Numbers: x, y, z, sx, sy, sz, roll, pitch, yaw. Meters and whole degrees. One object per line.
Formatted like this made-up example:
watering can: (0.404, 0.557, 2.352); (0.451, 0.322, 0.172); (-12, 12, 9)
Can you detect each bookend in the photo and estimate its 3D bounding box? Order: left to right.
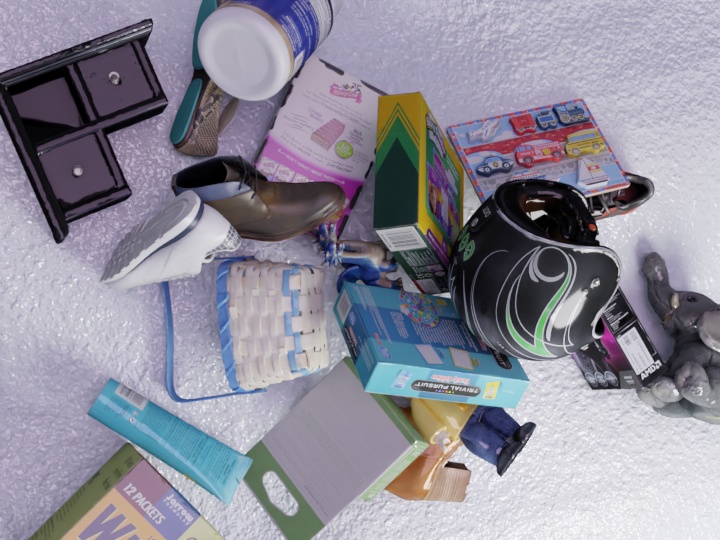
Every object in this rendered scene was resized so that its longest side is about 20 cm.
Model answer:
bookend: (-0.303, -0.161, 1.441); (0.198, 0.092, 0.200); (-23, 94, -15)

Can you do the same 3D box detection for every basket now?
basket: (-0.141, 0.068, 1.460); (0.200, 0.139, 0.177); (-3, 90, 13)

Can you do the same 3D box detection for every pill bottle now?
pill bottle: (-0.099, -0.295, 1.452); (0.116, 0.116, 0.200); (43, 43, -9)

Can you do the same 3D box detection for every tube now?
tube: (-0.225, 0.199, 1.456); (0.200, 0.050, 0.077); (32, 46, -5)

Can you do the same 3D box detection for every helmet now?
helmet: (0.200, 0.010, 1.423); (0.200, 0.200, 0.191); (6, 124, -15)

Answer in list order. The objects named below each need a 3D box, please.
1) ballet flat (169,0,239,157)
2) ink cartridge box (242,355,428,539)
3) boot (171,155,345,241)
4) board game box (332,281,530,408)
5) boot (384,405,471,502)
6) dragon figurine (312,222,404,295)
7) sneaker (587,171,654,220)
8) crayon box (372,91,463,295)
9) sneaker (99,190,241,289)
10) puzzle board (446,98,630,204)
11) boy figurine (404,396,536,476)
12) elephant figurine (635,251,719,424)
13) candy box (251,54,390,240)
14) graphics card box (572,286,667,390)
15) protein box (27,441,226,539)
ballet flat: (-0.177, -0.234, 1.500); (0.075, 0.068, 0.200); (13, 88, -35)
ink cartridge box: (-0.037, 0.223, 1.484); (0.200, 0.048, 0.146); (-45, 64, 8)
boot: (-0.120, -0.086, 1.413); (0.200, 0.097, 0.075); (-12, 54, 3)
board game box: (0.082, 0.089, 1.452); (0.200, 0.151, 0.047); (10, 123, -24)
boot: (0.069, 0.187, 1.543); (0.155, 0.077, 0.200); (12, 90, -9)
dragon figurine: (0.000, 0.000, 1.500); (0.099, 0.200, 0.059); (-8, 60, 3)
sneaker: (0.292, -0.094, 1.603); (0.200, 0.082, 0.077); (-18, 92, -15)
crayon box: (0.072, -0.088, 1.465); (0.058, 0.200, 0.173); (-7, 65, 18)
sneaker: (-0.225, -0.016, 1.416); (0.080, 0.200, 0.077); (35, 49, -30)
puzzle board: (0.229, -0.149, 1.583); (0.200, 0.017, 0.151); (-14, 58, -15)
boy figurine: (0.114, 0.156, 1.479); (0.200, 0.064, 0.124); (37, 59, 15)
elephant figurine: (0.449, 0.091, 1.621); (0.155, 0.141, 0.200); (39, 59, -39)
candy box: (-0.053, -0.148, 1.523); (0.136, 0.061, 0.200); (27, 82, -11)
graphics card box: (0.296, 0.058, 1.574); (0.051, 0.125, 0.200); (-34, 97, -21)
protein box: (-0.278, 0.316, 1.370); (0.200, 0.199, 0.135); (-45, 99, -13)
